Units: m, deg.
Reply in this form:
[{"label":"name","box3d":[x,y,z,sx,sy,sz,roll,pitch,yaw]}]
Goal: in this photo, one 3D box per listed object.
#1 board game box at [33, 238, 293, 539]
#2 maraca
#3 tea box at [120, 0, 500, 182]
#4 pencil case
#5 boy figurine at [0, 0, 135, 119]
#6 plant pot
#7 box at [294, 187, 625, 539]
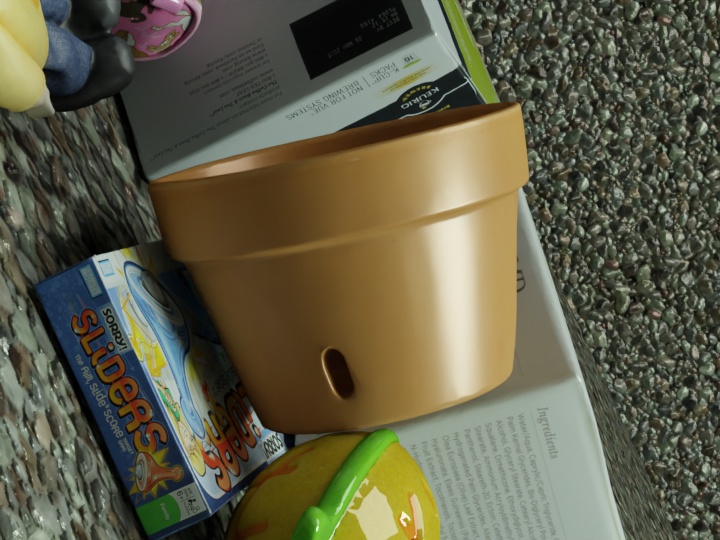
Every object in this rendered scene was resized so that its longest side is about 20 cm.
[{"label":"board game box","box3d":[-0.096,0.053,1.039,0.136,0.034,0.200,65,10,-1]},{"label":"maraca","box3d":[-0.021,0.148,0.990,0.200,0.106,0.138,-34,144,-71]},{"label":"tea box","box3d":[-0.030,-0.119,1.292,0.197,0.199,0.134,46,21,-62]},{"label":"pencil case","box3d":[-0.137,-0.220,1.214,0.087,0.082,0.201,108,-17,-56]},{"label":"boy figurine","box3d":[-0.178,-0.140,0.991,0.200,0.064,0.125,36,39,-73]},{"label":"plant pot","box3d":[0.000,0.000,1.056,0.200,0.198,0.141,-50,129,-78]},{"label":"box","box3d":[0.053,0.088,1.232,0.200,0.170,0.201,-102,175,-49]}]
